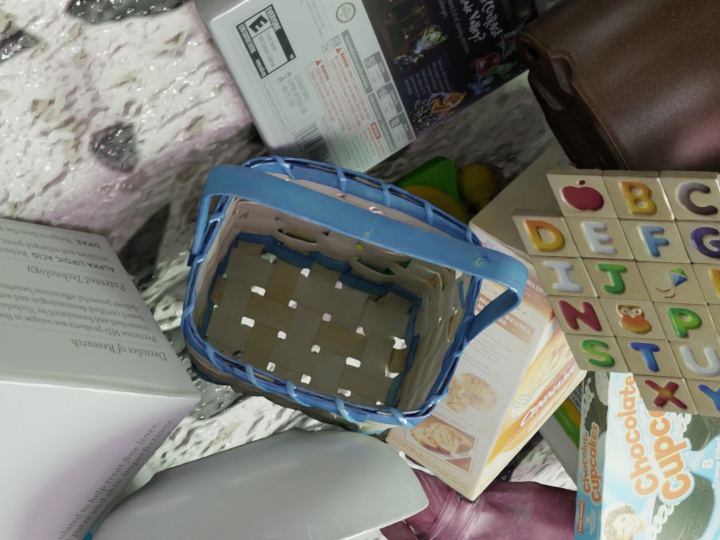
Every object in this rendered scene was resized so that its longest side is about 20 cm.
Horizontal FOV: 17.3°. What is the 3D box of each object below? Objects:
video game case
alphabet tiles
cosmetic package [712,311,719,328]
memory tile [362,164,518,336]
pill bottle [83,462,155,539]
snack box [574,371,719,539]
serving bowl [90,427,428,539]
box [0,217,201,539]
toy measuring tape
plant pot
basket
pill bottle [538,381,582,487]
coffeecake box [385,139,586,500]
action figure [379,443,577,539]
[{"bbox_3d":[0.015,-0.136,1.309,0.182,0.023,0.200,-32,148,-4],"label":"video game case"},{"bbox_3d":[0.177,0.016,1.306,0.006,0.166,0.200,-62,141,-34],"label":"alphabet tiles"},{"bbox_3d":[0.298,-0.043,1.311,0.200,0.052,0.151,-15,161,-28],"label":"cosmetic package"},{"bbox_3d":[0.099,-0.006,1.571,0.200,0.017,0.153,1,134,-45],"label":"memory tile"},{"bbox_3d":[-0.214,0.182,1.443,0.200,0.111,0.111,-37,149,5],"label":"pill bottle"},{"bbox_3d":[0.210,0.094,1.641,0.116,0.037,0.200,-3,101,-28],"label":"snack box"},{"bbox_3d":[-0.066,0.132,1.324,0.200,0.066,0.200,-18,178,-1],"label":"serving bowl"},{"bbox_3d":[-0.233,0.080,1.265,0.200,0.131,0.199,10,128,-49],"label":"box"},{"bbox_3d":[0.000,0.000,1.430,0.200,0.074,0.074,-31,149,-6],"label":"toy measuring tape"},{"bbox_3d":[0.208,-0.124,1.335,0.198,0.200,0.200,-32,149,-4],"label":"plant pot"},{"bbox_3d":[-0.016,0.007,1.297,0.176,0.139,0.200,21,162,-8],"label":"basket"},{"bbox_3d":[0.233,0.090,1.737,0.200,0.111,0.111,-35,149,0],"label":"pill bottle"},{"bbox_3d":[0.107,0.021,1.477,0.153,0.073,0.200,-42,159,-43],"label":"coffeecake box"},{"bbox_3d":[0.070,0.169,1.679,0.134,0.200,0.149,-65,-170,-19],"label":"action figure"}]
